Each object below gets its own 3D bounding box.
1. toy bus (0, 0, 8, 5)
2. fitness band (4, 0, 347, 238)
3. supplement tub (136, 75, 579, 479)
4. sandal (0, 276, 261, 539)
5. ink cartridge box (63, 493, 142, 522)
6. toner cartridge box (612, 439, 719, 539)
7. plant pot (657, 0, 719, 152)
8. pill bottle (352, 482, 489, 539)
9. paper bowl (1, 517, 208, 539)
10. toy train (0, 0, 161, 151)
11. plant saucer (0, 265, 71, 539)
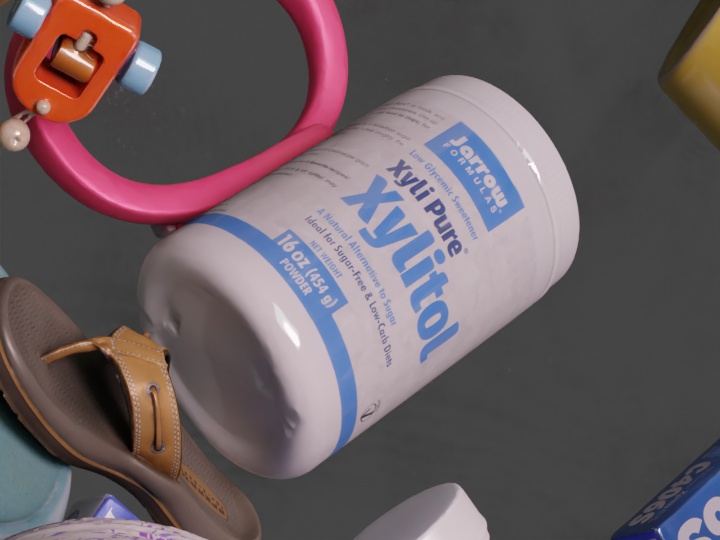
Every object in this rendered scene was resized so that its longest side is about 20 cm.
[{"bbox_3d":[-0.224,-0.217,0.841,0.065,0.078,0.201,-41,99,-31],"label":"toy bus"},{"bbox_3d":[-0.089,-0.102,0.918,0.199,0.037,0.145,-28,89,-34],"label":"fitness band"},{"bbox_3d":[0.000,0.000,0.884,0.199,0.132,0.133,-35,95,-32],"label":"supplement tub"},{"bbox_3d":[-0.098,0.067,0.811,0.200,0.054,0.082,49,16,-31],"label":"sandal"},{"bbox_3d":[-0.142,0.209,0.792,0.094,0.044,0.201,43,59,-16],"label":"ink cartridge box"},{"bbox_3d":[0.242,0.139,1.034,0.199,0.043,0.096,-35,96,-33],"label":"toner cartridge box"},{"bbox_3d":[0.289,-0.112,1.063,0.188,0.201,0.202,34,61,-2],"label":"plant pot"},{"bbox_3d":[0.070,0.211,0.879,0.113,0.112,0.201,-39,98,-33],"label":"pill bottle"},{"bbox_3d":[-0.098,0.195,0.700,0.198,0.104,0.203,0,104,2],"label":"paper bowl"},{"bbox_3d":[-0.197,-0.111,0.803,0.198,0.151,0.056,23,33,-19],"label":"toy train"},{"bbox_3d":[-0.183,0.042,0.756,0.201,0.027,0.201,52,21,-29],"label":"plant saucer"}]
